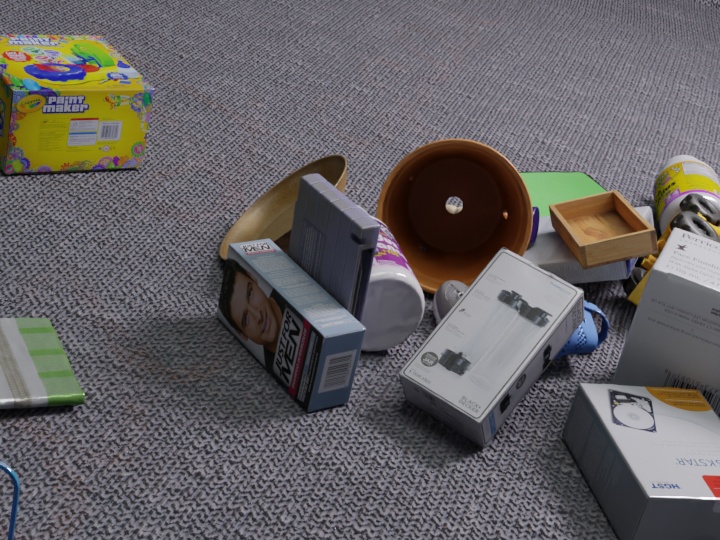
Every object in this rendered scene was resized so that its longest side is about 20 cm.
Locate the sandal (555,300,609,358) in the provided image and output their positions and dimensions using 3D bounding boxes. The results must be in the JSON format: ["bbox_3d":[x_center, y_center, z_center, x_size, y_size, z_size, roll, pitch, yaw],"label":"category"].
[{"bbox_3d":[0.252,0.071,1.699,0.087,0.080,0.200,30,23,13],"label":"sandal"}]

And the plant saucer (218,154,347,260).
[{"bbox_3d":[-0.088,-0.068,1.745,0.036,0.200,0.201,52,20,-20],"label":"plant saucer"}]

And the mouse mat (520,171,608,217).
[{"bbox_3d":[0.312,-0.115,2.162,0.199,0.008,0.161,-4,33,-29],"label":"mouse mat"}]

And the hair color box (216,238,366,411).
[{"bbox_3d":[-0.081,0.057,1.554,0.060,0.100,0.200,-9,35,-36],"label":"hair color box"}]

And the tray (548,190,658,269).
[{"bbox_3d":[0.320,-0.056,1.857,0.098,0.037,0.200,-13,17,0],"label":"tray"}]

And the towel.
[{"bbox_3d":[-0.394,0.100,1.413,0.199,0.031,0.149,0,33,-29],"label":"towel"}]

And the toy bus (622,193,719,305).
[{"bbox_3d":[0.473,0.011,1.887,0.192,0.136,0.200,36,28,3],"label":"toy bus"}]

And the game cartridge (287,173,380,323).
[{"bbox_3d":[-0.037,0.006,1.561,0.038,0.201,0.130,-10,36,-30],"label":"game cartridge"}]

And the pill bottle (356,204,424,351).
[{"bbox_3d":[0.000,0.000,1.686,0.111,0.113,0.200,4,30,-19],"label":"pill bottle"}]

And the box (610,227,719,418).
[{"bbox_3d":[0.413,0.089,1.622,0.198,0.201,0.131,21,29,13],"label":"box"}]

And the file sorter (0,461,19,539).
[{"bbox_3d":[-0.360,0.234,1.072,0.138,0.123,0.200,16,27,2],"label":"file sorter"}]

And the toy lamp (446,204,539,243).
[{"bbox_3d":[0.146,-0.079,1.934,0.199,0.059,0.058,8,25,18],"label":"toy lamp"}]

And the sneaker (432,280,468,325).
[{"bbox_3d":[0.152,0.062,1.674,0.074,0.082,0.200,0,31,-26],"label":"sneaker"}]

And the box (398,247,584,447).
[{"bbox_3d":[0.149,0.083,1.549,0.116,0.060,0.200,29,66,27],"label":"box"}]

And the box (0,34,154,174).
[{"bbox_3d":[-0.417,-0.230,1.904,0.199,0.123,0.193,-6,33,-34],"label":"box"}]

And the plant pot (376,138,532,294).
[{"bbox_3d":[0.123,-0.078,1.824,0.199,0.201,0.140,15,12,1],"label":"plant pot"}]

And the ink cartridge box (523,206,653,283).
[{"bbox_3d":[0.290,-0.032,1.928,0.199,0.041,0.200,-4,20,25],"label":"ink cartridge box"}]

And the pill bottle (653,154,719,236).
[{"bbox_3d":[0.502,-0.105,2.128,0.103,0.105,0.200,14,27,-1],"label":"pill bottle"}]

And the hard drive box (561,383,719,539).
[{"bbox_3d":[0.326,0.211,1.491,0.155,0.077,0.200,4,30,-18],"label":"hard drive box"}]
